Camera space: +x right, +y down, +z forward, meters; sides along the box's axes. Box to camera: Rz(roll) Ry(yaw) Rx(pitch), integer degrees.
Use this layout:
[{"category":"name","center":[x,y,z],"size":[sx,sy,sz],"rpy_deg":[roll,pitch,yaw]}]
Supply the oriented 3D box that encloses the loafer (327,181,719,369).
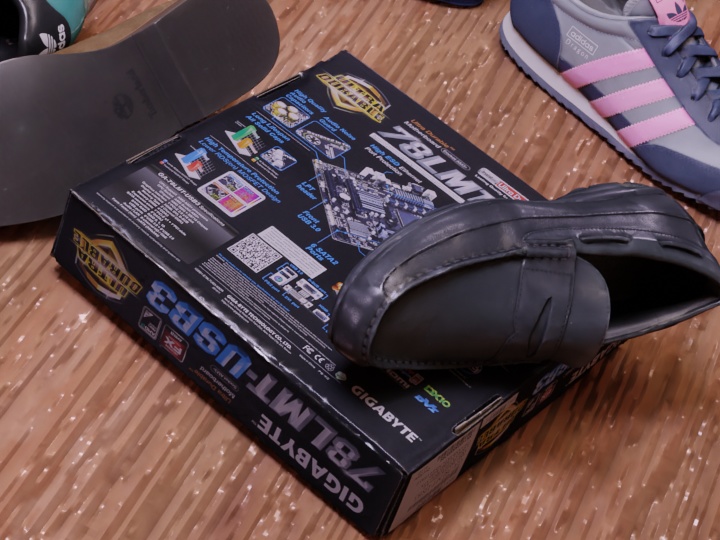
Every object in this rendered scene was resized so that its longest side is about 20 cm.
[{"category":"loafer","center":[0.076,0.008,0.901],"size":[0.200,0.068,0.070],"rpy_deg":[-13,43,-38]}]

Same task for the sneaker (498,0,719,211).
[{"category":"sneaker","center":[0.160,-0.105,1.121],"size":[0.200,0.082,0.070],"rpy_deg":[38,43,19]}]

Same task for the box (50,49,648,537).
[{"category":"box","center":[0.000,0.000,0.964],"size":[0.200,0.050,0.198],"rpy_deg":[38,42,18]}]

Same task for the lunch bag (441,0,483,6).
[{"category":"lunch bag","center":[0.021,-0.247,1.182],"size":[0.199,0.133,0.136],"rpy_deg":[14,41,-7]}]

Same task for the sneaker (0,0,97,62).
[{"category":"sneaker","center":[-0.227,-0.154,1.023],"size":[0.199,0.072,0.080],"rpy_deg":[21,37,0]}]

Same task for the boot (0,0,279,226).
[{"category":"boot","center":[-0.134,-0.072,0.990],"size":[0.200,0.074,0.075],"rpy_deg":[-28,15,-28]}]
